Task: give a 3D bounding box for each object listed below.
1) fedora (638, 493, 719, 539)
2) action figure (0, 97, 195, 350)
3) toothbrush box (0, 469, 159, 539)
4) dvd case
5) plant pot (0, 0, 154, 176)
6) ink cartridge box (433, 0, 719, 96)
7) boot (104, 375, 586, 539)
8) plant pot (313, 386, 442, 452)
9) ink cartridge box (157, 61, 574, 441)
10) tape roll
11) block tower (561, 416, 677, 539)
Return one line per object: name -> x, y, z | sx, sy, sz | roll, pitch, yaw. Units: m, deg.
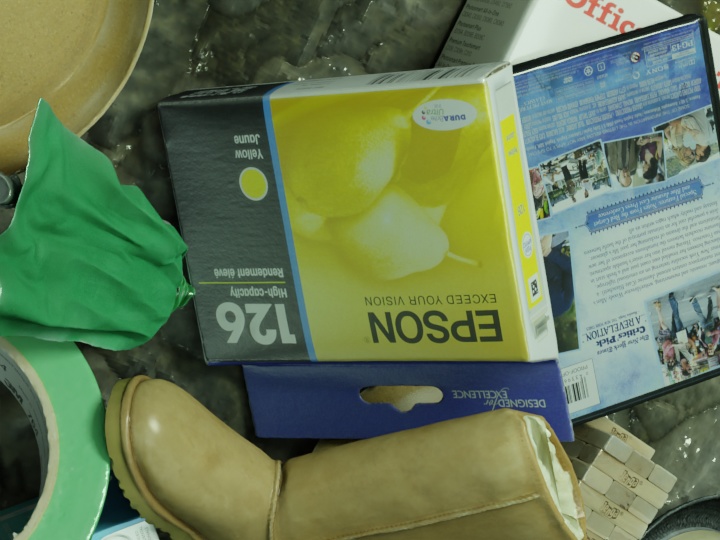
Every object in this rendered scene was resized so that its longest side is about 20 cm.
fedora -> 0.215, 0.229, 1.205 | 0.200, 0.092, 0.201 | -18, 118, -37
action figure -> -0.134, -0.005, 1.011 | 0.118, 0.055, 0.200 | -68, 155, -3
toothbrush box -> -0.192, 0.213, 1.089 | 0.200, 0.085, 0.147 | -19, 107, -14
dvd case -> 0.135, -0.023, 1.101 | 0.142, 0.018, 0.200 | -18, 108, -16
plant pot -> -0.194, -0.134, 0.948 | 0.200, 0.027, 0.200 | -7, 114, -16
ink cartridge box -> 0.106, -0.063, 1.138 | 0.146, 0.084, 0.200 | 24, 94, -23
boot -> -0.006, 0.097, 1.046 | 0.200, 0.066, 0.175 | -12, 139, 20
plant pot -> 0.059, 0.148, 1.168 | 0.200, 0.027, 0.200 | -3, 99, -21
ink cartridge box -> 0.000, 0.000, 1.063 | 0.047, 0.197, 0.200 | -29, 113, -57
tape roll -> -0.225, 0.094, 1.017 | 0.200, 0.048, 0.201 | 5, 69, -13
block tower -> 0.095, 0.172, 1.133 | 0.054, 0.058, 0.200 | 35, 84, -22
